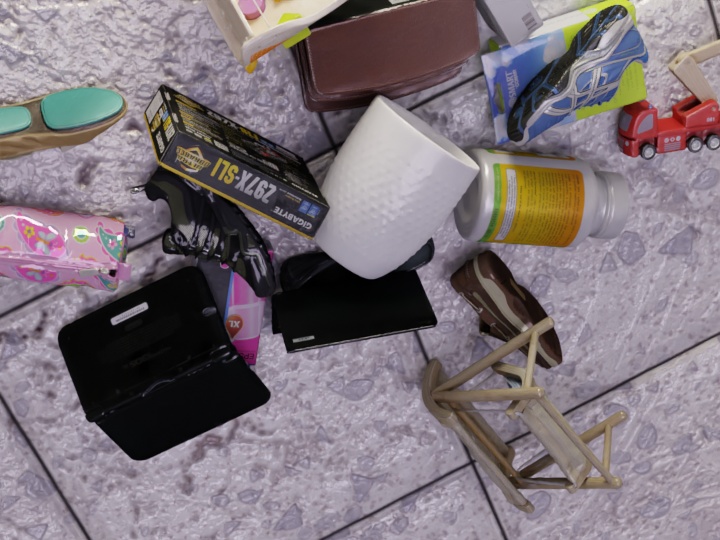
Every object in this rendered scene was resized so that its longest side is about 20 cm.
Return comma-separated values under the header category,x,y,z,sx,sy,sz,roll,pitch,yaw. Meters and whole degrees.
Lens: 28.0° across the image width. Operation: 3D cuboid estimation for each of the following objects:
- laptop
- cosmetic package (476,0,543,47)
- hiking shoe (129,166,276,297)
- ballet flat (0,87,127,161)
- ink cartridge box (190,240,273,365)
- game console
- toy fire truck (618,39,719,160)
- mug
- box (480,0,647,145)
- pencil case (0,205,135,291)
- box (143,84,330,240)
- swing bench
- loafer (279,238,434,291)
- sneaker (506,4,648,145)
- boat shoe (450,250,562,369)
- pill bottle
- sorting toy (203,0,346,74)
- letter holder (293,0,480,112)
category,x,y,z,sx,sy,sz,roll,pitch,yaw
laptop,-0.012,0.067,1.695,0.174,0.105,0.200,-9,158,-7
cosmetic package,0.129,-0.354,1.636,0.050,0.083,0.201,-34,117,4
hiking shoe,-0.179,-0.040,1.680,0.100,0.076,0.201,-36,96,1
ballet flat,-0.356,-0.158,1.609,0.197,0.069,0.063,-9,144,-9
ink cartridge box,-0.167,0.057,1.766,0.093,0.037,0.203,4,114,-17
game console,-0.237,0.115,1.750,0.198,0.116,0.178,-25,80,8
toy fire truck,0.416,-0.221,1.793,0.197,0.049,0.143,-8,115,-11
mug,0.036,-0.087,1.680,0.147,0.200,0.176,38,101,11
box,0.240,-0.239,1.736,0.197,0.048,0.123,-18,116,-7
pencil case,-0.361,-0.026,1.646,0.197,0.088,0.089,8,112,-18
box,-0.140,-0.122,1.621,0.198,0.160,0.050,26,105,-25
swing bench,0.204,0.196,1.836,0.198,0.131,0.199,-23,123,33
loafer,0.000,0.000,1.764,0.198,0.071,0.069,-14,119,-9
sneaker,0.254,-0.213,1.682,0.200,0.076,0.077,-44,113,7
boat shoe,0.184,0.058,1.852,0.074,0.075,0.203,-26,121,23
pill bottle,0.222,-0.086,1.765,0.197,0.111,0.113,4,113,-17
sorting toy,-0.081,-0.320,1.552,0.178,0.201,0.107,-27,154,-5
letter holder,0.030,-0.245,1.647,0.197,0.101,0.144,-15,119,-9
